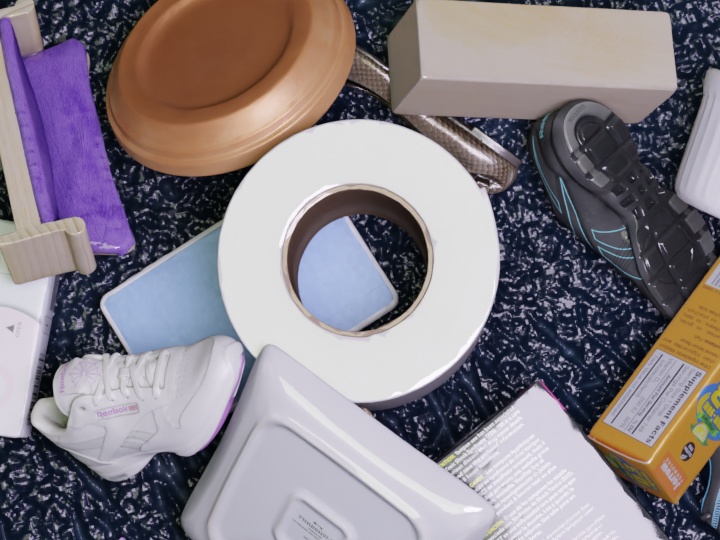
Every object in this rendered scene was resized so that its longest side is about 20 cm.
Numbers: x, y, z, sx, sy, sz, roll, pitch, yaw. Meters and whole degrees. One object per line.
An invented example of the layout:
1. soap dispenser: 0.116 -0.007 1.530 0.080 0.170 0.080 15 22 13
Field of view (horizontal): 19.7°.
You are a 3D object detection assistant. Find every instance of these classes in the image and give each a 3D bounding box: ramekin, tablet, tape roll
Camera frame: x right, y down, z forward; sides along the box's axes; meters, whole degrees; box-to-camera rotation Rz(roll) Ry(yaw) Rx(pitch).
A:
1. ramekin: 0.325 -0.064 1.498 0.200 0.200 0.098 24 97 4
2. tablet: -0.086 0.024 1.591 0.200 0.014 0.130 -32 84 -2
3. tape roll: 0.000 0.000 1.515 0.202 0.139 0.203 0 83 1

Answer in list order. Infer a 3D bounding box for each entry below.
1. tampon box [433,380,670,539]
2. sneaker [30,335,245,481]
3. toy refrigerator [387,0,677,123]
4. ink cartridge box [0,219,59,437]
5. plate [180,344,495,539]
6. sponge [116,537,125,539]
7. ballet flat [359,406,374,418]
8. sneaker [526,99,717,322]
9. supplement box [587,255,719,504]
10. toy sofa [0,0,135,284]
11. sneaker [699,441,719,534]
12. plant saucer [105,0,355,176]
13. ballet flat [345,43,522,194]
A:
1. tampon box: 0.142 0.195 1.497 0.126 0.150 0.200 -38 84 -1
2. sneaker: -0.163 0.094 1.497 0.100 0.200 0.075 32 48 -28
3. toy refrigerator: 0.126 -0.157 1.540 0.200 0.076 0.070 1 74 -16
4. ink cartridge box: -0.337 0.034 1.582 0.200 0.057 0.163 9 85 -2
5. plate: -0.027 0.180 1.458 0.199 0.032 0.200 35 128 10
6. sponge: -0.248 0.292 1.561 0.200 0.030 0.112 -24 84 -1
7. ballet flat: 0.003 0.186 1.518 0.065 0.071 0.200 8 123 -11
8. sneaker: 0.198 -0.043 1.564 0.075 0.079 0.200 -41 104 -27
9. supplement box: 0.256 0.070 1.525 0.200 0.067 0.069 -51 44 -10
10. toy sofa: -0.237 -0.099 1.549 0.097 0.083 0.200 -13 69 -6
11. sneaker: 0.299 0.190 1.541 0.082 0.073 0.200 -16 76 13
12. plant saucer: -0.102 -0.159 1.546 0.200 0.037 0.200 -12 51 15
13. ballet flat: 0.032 -0.121 1.581 0.200 0.067 0.046 35 96 0
